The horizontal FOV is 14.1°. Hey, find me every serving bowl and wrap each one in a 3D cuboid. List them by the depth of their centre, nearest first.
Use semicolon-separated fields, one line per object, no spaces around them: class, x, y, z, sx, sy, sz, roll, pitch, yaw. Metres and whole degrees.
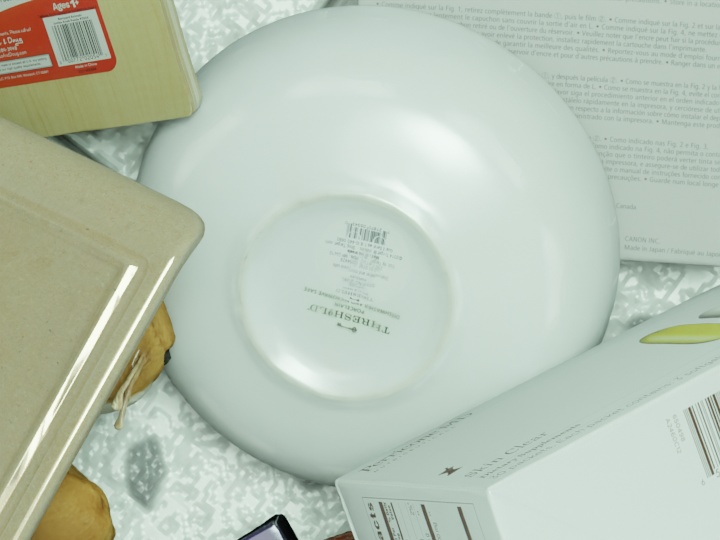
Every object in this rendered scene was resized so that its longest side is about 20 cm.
serving bowl;0.000;0.000;1.138;0.200;0.066;0.200;3;108;9

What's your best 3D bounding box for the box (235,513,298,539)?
box;-0.042;0.218;1.158;0.141;0.079;0.200;-31;87;0

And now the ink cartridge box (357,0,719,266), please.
ink cartridge box;0.080;-0.104;1.151;0.161;0.050;0.200;4;107;6

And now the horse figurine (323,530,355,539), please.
horse figurine;0.071;0.123;1.158;0.200;0.050;0.133;-36;87;-27

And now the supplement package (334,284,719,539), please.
supplement package;0.120;0.109;1.086;0.200;0.111;0.156;-25;100;-29

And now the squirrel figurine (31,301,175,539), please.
squirrel figurine;-0.175;0.045;1.130;0.200;0.142;0.187;32;94;8

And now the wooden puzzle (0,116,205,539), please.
wooden puzzle;-0.176;0.031;1.065;0.185;0.037;0.200;26;77;22

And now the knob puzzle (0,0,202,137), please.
knob puzzle;-0.162;-0.147;1.139;0.220;0.030;0.220;12;120;22
